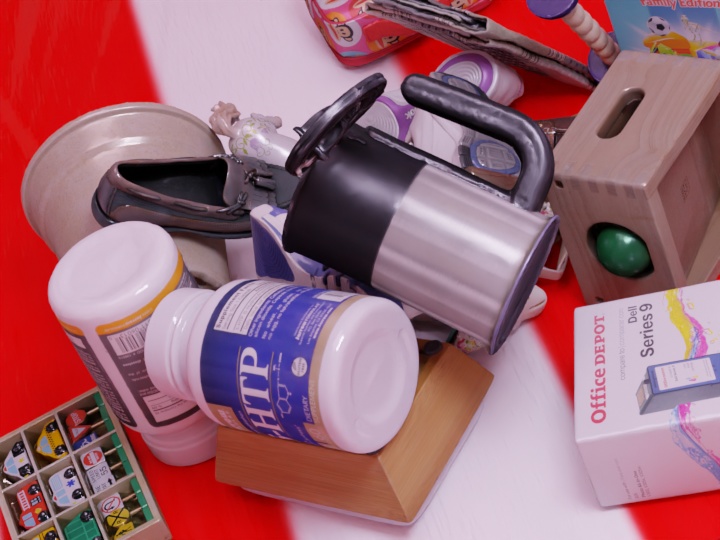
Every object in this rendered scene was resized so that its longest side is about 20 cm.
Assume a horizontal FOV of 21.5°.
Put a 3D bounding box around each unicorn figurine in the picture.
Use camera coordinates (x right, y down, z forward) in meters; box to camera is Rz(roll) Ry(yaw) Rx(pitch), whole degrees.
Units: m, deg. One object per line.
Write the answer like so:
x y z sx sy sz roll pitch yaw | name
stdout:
-0.055 -0.105 1.790 0.199 0.074 0.137 12 5 1 | unicorn figurine

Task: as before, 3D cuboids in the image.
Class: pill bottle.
-0.066 0.069 1.484 0.199 0.120 0.120 7 48 35 | pill bottle
-0.175 0.066 1.611 0.116 0.201 0.117 -14 40 12 | pill bottle

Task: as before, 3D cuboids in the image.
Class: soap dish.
-0.011 0.118 1.560 0.199 0.081 0.158 7 49 35 | soap dish

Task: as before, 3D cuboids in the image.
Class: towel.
0.112 -0.221 1.817 0.192 0.199 0.035 28 97 44 | towel

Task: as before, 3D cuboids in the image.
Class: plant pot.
-0.200 -0.019 1.752 0.199 0.201 0.184 -23 50 2 | plant pot

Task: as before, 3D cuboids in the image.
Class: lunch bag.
0.044 -0.303 2.010 0.199 0.082 0.176 -26 39 -2 | lunch bag

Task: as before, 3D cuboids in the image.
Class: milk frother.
0.044 -0.047 1.417 0.187 0.181 0.200 25 19 11 | milk frother

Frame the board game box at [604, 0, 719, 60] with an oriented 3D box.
0.300 -0.216 1.679 0.150 0.200 0.047 7 50 34 | board game box

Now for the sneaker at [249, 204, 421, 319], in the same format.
0.000 0.000 1.593 0.115 0.081 0.199 -21 33 -30 | sneaker

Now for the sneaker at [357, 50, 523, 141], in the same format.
0.070 -0.148 1.842 0.199 0.099 0.075 -20 77 33 | sneaker

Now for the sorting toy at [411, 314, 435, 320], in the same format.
0.021 -0.032 1.724 0.199 0.107 0.180 -1 25 27 | sorting toy

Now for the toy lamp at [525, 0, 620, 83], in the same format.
0.213 -0.216 1.733 0.058 0.200 0.059 -10 67 25 | toy lamp

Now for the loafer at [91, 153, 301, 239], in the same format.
-0.134 -0.070 1.666 0.199 0.063 0.072 -5 57 -24 | loafer

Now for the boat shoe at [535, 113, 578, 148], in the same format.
0.164 -0.102 1.722 0.199 0.071 0.070 5 26 44 | boat shoe

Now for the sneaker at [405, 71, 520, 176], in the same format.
0.092 -0.091 1.688 0.087 0.074 0.201 -59 28 30 | sneaker

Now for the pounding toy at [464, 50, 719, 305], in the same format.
0.213 -0.069 1.571 0.142 0.185 0.200 11 51 37 | pounding toy

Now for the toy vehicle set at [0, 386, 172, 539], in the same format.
-0.248 0.192 1.646 0.124 0.027 0.200 -29 39 -5 | toy vehicle set

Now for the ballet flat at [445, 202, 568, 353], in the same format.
0.140 -0.001 1.632 0.064 0.076 0.201 27 61 6 | ballet flat

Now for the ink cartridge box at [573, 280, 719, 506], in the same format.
0.266 0.088 1.444 0.199 0.088 0.146 -12 41 18 | ink cartridge box
